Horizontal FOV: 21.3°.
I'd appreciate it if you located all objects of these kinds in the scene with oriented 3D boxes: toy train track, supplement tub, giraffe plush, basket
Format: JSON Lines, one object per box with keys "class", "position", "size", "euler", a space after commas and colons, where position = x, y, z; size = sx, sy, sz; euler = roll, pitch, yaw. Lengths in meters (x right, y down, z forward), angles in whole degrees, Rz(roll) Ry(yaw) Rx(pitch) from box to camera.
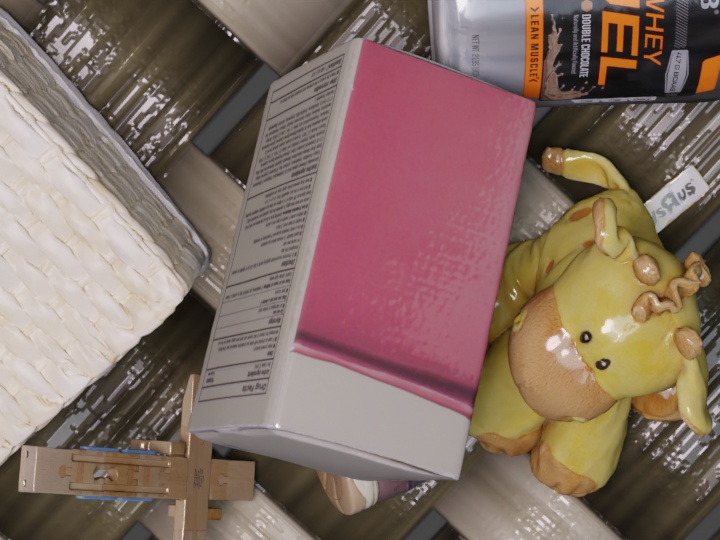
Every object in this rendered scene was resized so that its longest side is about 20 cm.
{"class": "toy train track", "position": [-0.125, 0.112, 1.044], "size": [0.032, 0.199, 0.116], "euler": [0, 83, 30]}
{"class": "supplement tub", "position": [0.137, -0.150, 1.030], "size": [0.198, 0.123, 0.124], "euler": [-3, 99, -1]}
{"class": "giraffe plush", "position": [0.132, 0.032, 1.037], "size": [0.172, 0.162, 0.201], "euler": [33, 97, -6]}
{"class": "basket", "position": [-0.212, -0.005, 1.027], "size": [0.198, 0.161, 0.200], "euler": [-41, 99, 4]}

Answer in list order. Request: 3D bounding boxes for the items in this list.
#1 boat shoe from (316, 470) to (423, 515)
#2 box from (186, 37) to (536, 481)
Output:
{"class": "boat shoe", "position": [-0.009, 0.034, 1.086], "size": [0.064, 0.072, 0.202], "euler": [-13, 87, -23]}
{"class": "box", "position": [0.000, 0.000, 0.986], "size": [0.108, 0.128, 0.202], "euler": [17, 78, -21]}
